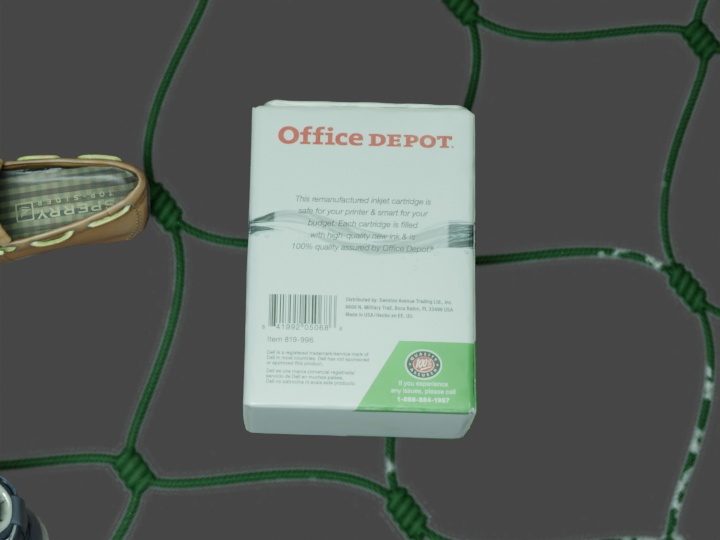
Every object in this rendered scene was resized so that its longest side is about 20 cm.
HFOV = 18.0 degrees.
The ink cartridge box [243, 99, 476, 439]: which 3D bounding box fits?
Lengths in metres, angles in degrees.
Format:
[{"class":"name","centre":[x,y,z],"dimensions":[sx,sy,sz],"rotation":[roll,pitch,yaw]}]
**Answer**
[{"class":"ink cartridge box","centre":[0.000,0.000,1.446],"dimensions":[0.146,0.083,0.201],"rotation":[2,74,-2]}]

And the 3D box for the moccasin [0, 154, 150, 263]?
[{"class":"moccasin","centre":[-0.234,-0.037,1.449],"dimensions":[0.200,0.078,0.074],"rotation":[-3,73,-3]}]

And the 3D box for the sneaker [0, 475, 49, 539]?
[{"class":"sneaker","centre":[-0.294,0.159,1.354],"dimensions":[0.201,0.146,0.077],"rotation":[-9,75,-4]}]
